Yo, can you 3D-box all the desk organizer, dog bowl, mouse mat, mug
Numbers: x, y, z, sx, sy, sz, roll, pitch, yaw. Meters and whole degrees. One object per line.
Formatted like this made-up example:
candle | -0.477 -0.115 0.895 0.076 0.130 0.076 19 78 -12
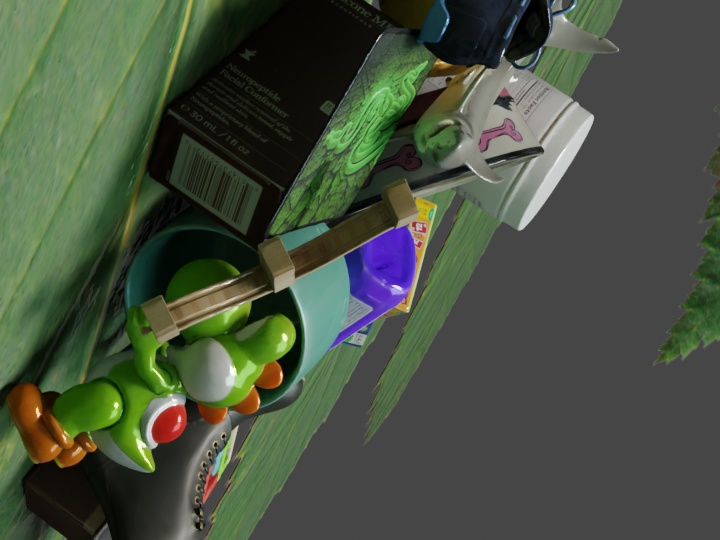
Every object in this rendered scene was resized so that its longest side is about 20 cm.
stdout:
desk organizer | -0.233 0.209 1.409 0.072 0.077 0.200 -51 170 -26
dog bowl | 0.049 -0.101 1.386 0.199 0.074 0.200 -18 180 0
mouse mat | 0.001 -0.096 1.143 0.161 0.008 0.200 -59 171 14
mug | -0.099 0.013 1.254 0.114 0.184 0.153 -44 134 -55

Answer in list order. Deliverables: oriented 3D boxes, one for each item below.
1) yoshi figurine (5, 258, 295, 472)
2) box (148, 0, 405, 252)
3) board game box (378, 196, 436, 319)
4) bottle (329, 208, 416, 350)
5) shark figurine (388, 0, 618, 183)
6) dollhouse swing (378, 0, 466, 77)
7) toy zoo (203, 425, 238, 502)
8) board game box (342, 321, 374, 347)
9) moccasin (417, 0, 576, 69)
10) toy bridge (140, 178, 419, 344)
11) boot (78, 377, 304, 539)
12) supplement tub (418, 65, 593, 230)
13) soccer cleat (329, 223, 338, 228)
yoshi figurine | -0.147 0.057 1.162 0.199 0.112 0.113 -24 -143 3
box | -0.047 -0.114 1.161 0.200 0.100 0.075 -49 169 -42
board game box | 0.000 0.000 1.434 0.200 0.030 0.096 -21 -129 65
bottle | -0.038 0.026 1.354 0.200 0.065 0.084 -35 -143 41
shark figurine | 0.100 -0.118 1.275 0.128 0.090 0.215 -21 -159 51
dollhouse swing | 0.129 -0.256 1.288 0.182 0.175 0.200 -100 -153 -44
toy zoo | -0.139 0.156 1.489 0.200 0.020 0.132 -60 166 -67
board game box | 0.003 -0.045 1.580 0.201 0.034 0.136 -93 -159 -47
moccasin | 0.102 -0.173 1.172 0.200 0.068 0.081 -43 161 -55
toy bridge | -0.056 -0.003 1.107 0.199 0.027 0.067 -26 173 -6
boot | -0.123 0.154 1.318 0.199 0.139 0.078 -14 156 -18
supplement tub | 0.099 -0.143 1.529 0.132 0.199 0.132 -54 172 -11
soccer cleat | -0.076 0.005 1.594 0.077 0.069 0.201 -30 149 -51
